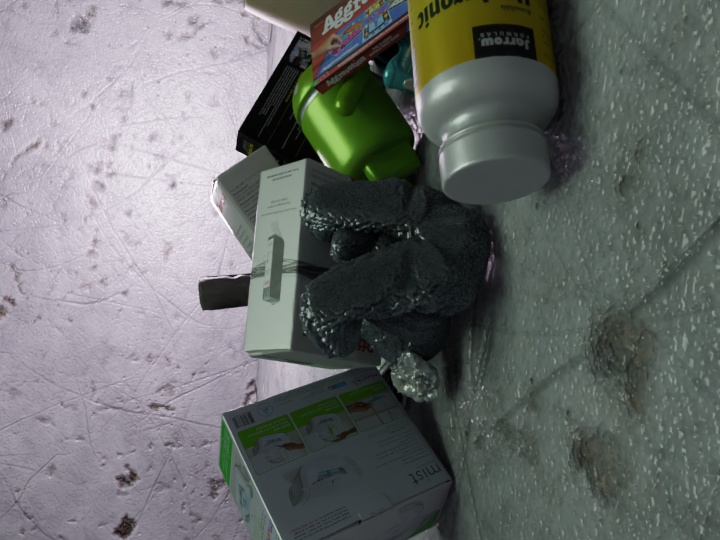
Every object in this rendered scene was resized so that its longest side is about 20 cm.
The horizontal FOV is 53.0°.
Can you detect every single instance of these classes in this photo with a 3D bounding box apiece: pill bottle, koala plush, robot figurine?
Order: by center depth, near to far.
[{"bbox_3d":[0.094,-0.161,0.555,0.111,0.108,0.206,128,141,-68],"label":"pill bottle"},{"bbox_3d":[0.044,0.030,0.728,0.202,0.178,0.181,74,-169,-51],"label":"koala plush"},{"bbox_3d":[-0.009,-0.181,0.901,0.202,0.114,0.176,57,161,14],"label":"robot figurine"}]

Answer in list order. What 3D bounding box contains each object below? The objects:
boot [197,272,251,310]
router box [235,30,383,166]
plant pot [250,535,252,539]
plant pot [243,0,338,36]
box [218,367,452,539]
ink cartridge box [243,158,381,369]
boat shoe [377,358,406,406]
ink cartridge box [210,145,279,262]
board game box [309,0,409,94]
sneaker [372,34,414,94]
[{"bbox_3d":[-0.155,0.023,1.133,0.182,0.194,0.075,132,139,-69],"label":"boot"},{"bbox_3d":[-0.070,-0.225,1.030,0.203,0.146,0.051,-65,3,-26],"label":"router box"},{"bbox_3d":[-0.072,0.341,1.071,0.200,0.178,0.207,-179,90,-77],"label":"plant pot"},{"bbox_3d":[-0.095,-0.476,1.204,0.187,0.194,0.194,-178,90,-77],"label":"plant pot"},{"bbox_3d":[-0.031,0.216,0.779,0.177,0.196,0.098,51,143,36],"label":"box"},{"bbox_3d":[-0.044,0.000,0.805,0.082,0.142,0.206,-6,74,42],"label":"ink cartridge box"},{"bbox_3d":[0.021,0.166,0.918,0.067,0.071,0.205,-109,24,-56],"label":"boat shoe"},{"bbox_3d":[-0.111,-0.049,0.973,0.202,0.084,0.146,56,165,-4],"label":"ink cartridge box"},{"bbox_3d":[0.022,-0.289,0.803,0.197,0.019,0.105,-28,51,30],"label":"board game box"},{"bbox_3d":[0.045,-0.271,0.840,0.203,0.077,0.079,-102,19,-47],"label":"sneaker"}]
